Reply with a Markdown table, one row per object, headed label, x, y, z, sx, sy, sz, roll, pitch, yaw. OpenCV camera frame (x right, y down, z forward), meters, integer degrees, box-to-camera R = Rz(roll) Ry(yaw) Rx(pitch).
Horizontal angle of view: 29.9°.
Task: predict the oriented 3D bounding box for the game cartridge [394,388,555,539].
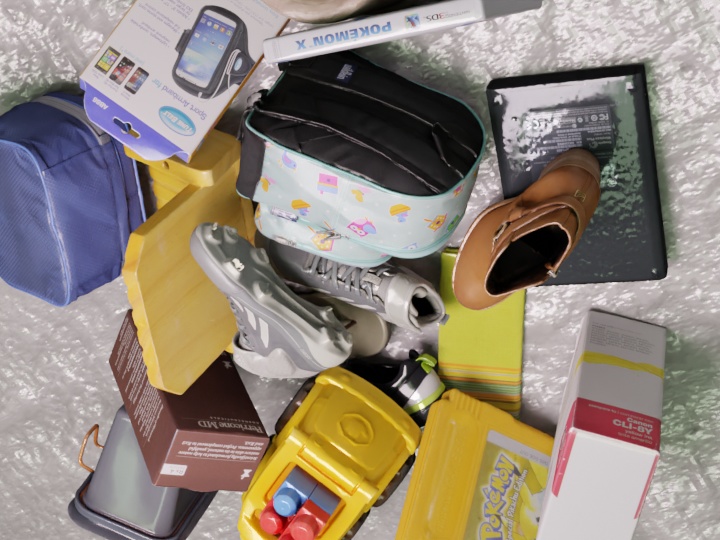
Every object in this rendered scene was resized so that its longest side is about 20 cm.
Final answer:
| label | x | y | z | sx | sy | sz | roll | pitch | yaw |
| --- | --- | --- | --- | --- | --- | --- | --- | --- | --- |
| game cartridge | 0.140 | 0.230 | 1.321 | 0.199 | 0.177 | 0.032 | 27 | 152 | -20 |

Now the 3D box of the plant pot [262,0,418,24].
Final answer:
| label | x | y | z | sx | sy | sz | roll | pitch | yaw |
| --- | --- | --- | --- | --- | --- | --- | --- | --- | --- |
| plant pot | -0.016 | -0.283 | 1.094 | 0.199 | 0.174 | 0.201 | 8 | 122 | 12 |

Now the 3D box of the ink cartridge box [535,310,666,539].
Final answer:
| label | x | y | z | sx | sy | sz | roll | pitch | yaw |
| --- | --- | --- | --- | --- | --- | --- | --- | --- | --- |
| ink cartridge box | 0.227 | 0.152 | 1.256 | 0.083 | 0.200 | 0.146 | 13 | 123 | 7 |

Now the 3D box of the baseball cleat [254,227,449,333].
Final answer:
| label | x | y | z | sx | sy | sz | roll | pitch | yaw |
| --- | --- | --- | --- | --- | --- | --- | --- | --- | --- |
| baseball cleat | 0.000 | 0.000 | 1.266 | 0.199 | 0.106 | 0.070 | 22 | 89 | -30 |

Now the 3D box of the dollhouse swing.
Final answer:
| label | x | y | z | sx | sy | sz | roll | pitch | yaw |
| --- | --- | --- | --- | --- | --- | --- | --- | --- | --- |
| dollhouse swing | -0.190 | -0.011 | 1.268 | 0.181 | 0.176 | 0.201 | 22 | 134 | 38 |

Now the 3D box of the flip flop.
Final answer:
| label | x | y | z | sx | sy | sz | roll | pitch | yaw |
| --- | --- | --- | --- | --- | --- | --- | --- | --- | --- |
| flip flop | -0.066 | 0.056 | 1.378 | 0.199 | 0.058 | 0.081 | 9 | 122 | 13 |

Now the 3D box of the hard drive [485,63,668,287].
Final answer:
| label | x | y | z | sx | sy | sz | roll | pitch | yaw |
| --- | --- | --- | --- | --- | --- | --- | --- | --- | --- |
| hard drive | 0.198 | -0.081 | 1.222 | 0.139 | 0.033 | 0.201 | -3 | 116 | 20 |

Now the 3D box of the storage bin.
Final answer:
| label | x | y | z | sx | sy | sz | roll | pitch | yaw |
| --- | --- | --- | --- | --- | --- | --- | --- | --- | --- |
| storage bin | -0.216 | 0.180 | 1.430 | 0.145 | 0.200 | 0.135 | 22 | 113 | 6 |

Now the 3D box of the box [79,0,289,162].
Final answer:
| label | x | y | z | sx | sy | sz | roll | pitch | yaw |
| --- | --- | --- | --- | --- | --- | --- | --- | --- | --- |
| box | -0.157 | -0.193 | 1.198 | 0.119 | 0.041 | 0.200 | 35 | 80 | -4 |

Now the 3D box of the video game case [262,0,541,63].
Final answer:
| label | x | y | z | sx | sy | sz | roll | pitch | yaw |
| --- | --- | --- | --- | --- | --- | --- | --- | --- | --- |
| video game case | 0.040 | -0.203 | 1.109 | 0.182 | 0.200 | 0.022 | -8 | 100 | 22 |

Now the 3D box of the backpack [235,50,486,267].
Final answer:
| label | x | y | z | sx | sy | sz | roll | pitch | yaw |
| --- | --- | --- | --- | --- | --- | --- | --- | --- | --- |
| backpack | 0.006 | -0.094 | 1.196 | 0.199 | 0.176 | 0.154 | 17 | 131 | 12 |

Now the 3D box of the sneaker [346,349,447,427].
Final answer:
| label | x | y | z | sx | sy | sz | roll | pitch | yaw |
| --- | --- | --- | --- | --- | --- | --- | --- | --- | --- |
| sneaker | 0.000 | 0.128 | 1.395 | 0.199 | 0.072 | 0.083 | -20 | 105 | 27 |

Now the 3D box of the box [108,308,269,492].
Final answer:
| label | x | y | z | sx | sy | sz | roll | pitch | yaw |
| --- | --- | --- | --- | --- | --- | --- | --- | --- | --- |
| box | -0.173 | 0.125 | 1.325 | 0.100 | 0.200 | 0.075 | 9 | 120 | -31 |

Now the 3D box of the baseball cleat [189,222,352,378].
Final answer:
| label | x | y | z | sx | sy | sz | roll | pitch | yaw |
| --- | --- | --- | --- | --- | --- | --- | --- | --- | --- |
| baseball cleat | -0.099 | 0.040 | 1.227 | 0.106 | 0.070 | 0.200 | -33 | 121 | 28 |

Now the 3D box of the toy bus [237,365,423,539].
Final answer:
| label | x | y | z | sx | sy | sz | roll | pitch | yaw |
| --- | --- | --- | --- | --- | --- | --- | --- | --- | --- |
| toy bus | -0.053 | 0.223 | 1.308 | 0.135 | 0.192 | 0.200 | 36 | 122 | 1 |

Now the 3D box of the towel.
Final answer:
| label | x | y | z | sx | sy | sz | roll | pitch | yaw |
| --- | --- | --- | --- | --- | --- | --- | --- | --- | --- |
| towel | 0.121 | 0.070 | 1.353 | 0.086 | 0.018 | 0.201 | 4 | 120 | 9 |

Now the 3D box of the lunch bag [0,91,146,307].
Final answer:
| label | x | y | z | sx | sy | sz | roll | pitch | yaw |
| --- | --- | --- | --- | --- | --- | --- | --- | --- | --- |
| lunch bag | -0.288 | -0.068 | 1.331 | 0.136 | 0.132 | 0.201 | 20 | 129 | 36 |

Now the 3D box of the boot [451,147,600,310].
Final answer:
| label | x | y | z | sx | sy | sz | roll | pitch | yaw |
| --- | --- | --- | --- | --- | --- | --- | --- | --- | --- |
| boot | 0.134 | -0.008 | 1.171 | 0.077 | 0.155 | 0.200 | 43 | 122 | -7 |
